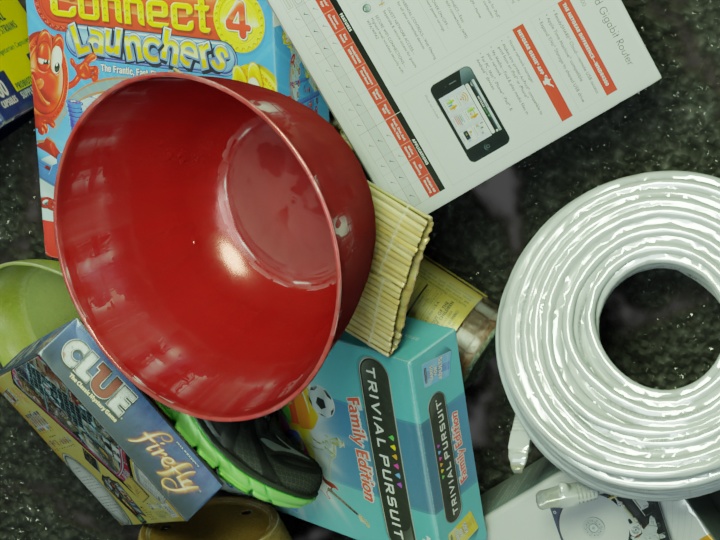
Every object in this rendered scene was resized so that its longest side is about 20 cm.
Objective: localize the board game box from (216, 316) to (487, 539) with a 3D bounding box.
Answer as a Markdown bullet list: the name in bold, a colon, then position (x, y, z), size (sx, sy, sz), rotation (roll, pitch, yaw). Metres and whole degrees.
- **board game box**: position (-0.019, 0.091, 1.487), size (0.199, 0.047, 0.152), rotation (15, 126, 41)

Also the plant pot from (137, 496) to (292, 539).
- **plant pot**: position (-0.088, 0.258, 1.543), size (0.185, 0.186, 0.201), rotation (0, 109, 19)

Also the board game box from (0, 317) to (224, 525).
- **board game box**: position (-0.164, 0.100, 1.480), size (0.035, 0.200, 0.136), rotation (-43, 97, -17)

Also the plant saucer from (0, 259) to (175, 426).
- **plant saucer**: position (-0.168, 0.066, 1.553), size (0.199, 0.031, 0.201), rotation (28, 144, 23)

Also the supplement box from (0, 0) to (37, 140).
- **supplement box**: position (-0.299, -0.164, 1.521), size (0.109, 0.109, 0.201), rotation (-32, 95, 25)

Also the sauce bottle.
- **sauce bottle**: position (0.000, 0.000, 1.498), size (0.199, 0.065, 0.065), rotation (34, 115, 14)

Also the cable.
- **cable**: position (0.178, 0.037, 1.402), size (0.198, 0.069, 0.202), rotation (-6, 76, 10)

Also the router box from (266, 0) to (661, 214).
- **router box**: position (0.050, -0.154, 1.352), size (0.179, 0.049, 0.201), rotation (-29, 110, 4)

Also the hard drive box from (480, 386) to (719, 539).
- **hard drive box**: position (0.149, 0.196, 1.506), size (0.200, 0.077, 0.156), rotation (-35, 93, 25)

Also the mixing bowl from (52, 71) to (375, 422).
- **mixing bowl**: position (-0.065, -0.025, 1.334), size (0.199, 0.108, 0.202), rotation (13, 113, 31)

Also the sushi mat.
- **sushi mat**: position (-0.049, -0.036, 1.396), size (0.199, 0.012, 0.096), rotation (31, 122, 22)

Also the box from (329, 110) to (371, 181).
- **box**: position (0.018, -0.169, 1.446), size (0.199, 0.050, 0.200), rotation (-21, 101, 23)

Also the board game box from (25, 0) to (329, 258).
- **board game box**: position (-0.114, -0.095, 1.465), size (0.199, 0.056, 0.197), rotation (9, 111, 32)

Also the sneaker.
- **sneaker**: position (-0.083, 0.067, 1.436), size (0.084, 0.077, 0.200), rotation (-40, 109, -1)
